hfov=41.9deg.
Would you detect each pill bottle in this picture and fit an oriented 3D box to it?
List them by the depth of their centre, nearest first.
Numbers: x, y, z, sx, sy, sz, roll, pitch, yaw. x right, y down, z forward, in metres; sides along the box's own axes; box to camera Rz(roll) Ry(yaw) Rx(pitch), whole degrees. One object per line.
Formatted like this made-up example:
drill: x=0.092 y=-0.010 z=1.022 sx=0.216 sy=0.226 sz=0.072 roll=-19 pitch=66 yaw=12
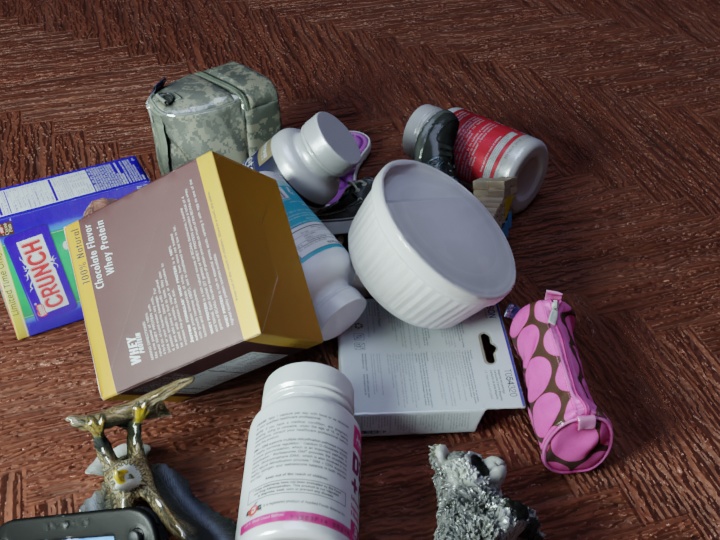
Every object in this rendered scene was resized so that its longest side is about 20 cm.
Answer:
pill bottle: x=-0.056 y=0.194 z=0.905 sx=0.113 sy=0.114 sz=0.201 roll=1 pitch=44 yaw=1
pill bottle: x=-0.081 y=-0.014 z=1.101 sx=0.110 sy=0.111 sz=0.200 roll=-28 pitch=65 yaw=-30
pill bottle: x=-0.098 y=-0.114 z=1.224 sx=0.200 sy=0.111 sz=0.111 roll=-37 pitch=29 yaw=26
pill bottle: x=0.163 y=-0.170 z=1.372 sx=0.199 sy=0.113 sz=0.112 roll=29 pitch=47 yaw=31

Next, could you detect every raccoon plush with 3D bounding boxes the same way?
raccoon plush: x=0.072 y=0.245 z=0.878 sx=0.199 sy=0.097 sz=0.134 roll=-26 pitch=37 yaw=-28

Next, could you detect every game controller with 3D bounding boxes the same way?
game controller: x=-0.241 y=0.261 z=0.807 sx=0.199 sy=0.042 sz=0.105 roll=-13 pitch=73 yaw=29

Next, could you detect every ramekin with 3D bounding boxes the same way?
ramekin: x=0.075 y=-0.024 z=1.087 sx=0.202 sy=0.094 sz=0.203 roll=27 pitch=38 yaw=-23

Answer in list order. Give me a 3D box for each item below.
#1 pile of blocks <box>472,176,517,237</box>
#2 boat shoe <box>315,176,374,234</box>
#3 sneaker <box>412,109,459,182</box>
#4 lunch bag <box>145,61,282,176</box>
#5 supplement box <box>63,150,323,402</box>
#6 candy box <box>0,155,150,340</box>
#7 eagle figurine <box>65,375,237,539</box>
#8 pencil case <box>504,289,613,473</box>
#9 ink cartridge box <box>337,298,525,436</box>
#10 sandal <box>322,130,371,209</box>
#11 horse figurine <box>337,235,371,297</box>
pile of blocks: x=0.152 y=-0.044 z=1.242 sx=0.062 sy=0.082 sz=0.201 roll=6 pitch=52 yaw=31
boat shoe: x=0.002 y=-0.096 z=1.294 sx=0.199 sy=0.064 sz=0.070 roll=-21 pitch=19 yaw=-38
sneaker: x=0.107 y=-0.125 z=1.281 sx=0.081 sy=0.073 sz=0.201 roll=12 pitch=72 yaw=24
lunch bag: x=-0.207 y=-0.176 z=1.312 sx=0.167 sy=0.201 sz=0.139 roll=-30 pitch=47 yaw=-34
supplement box: x=-0.178 y=0.015 z=0.999 sx=0.199 sy=0.133 sz=0.198 roll=-24 pitch=73 yaw=20
candy box: x=-0.348 y=-0.030 z=1.154 sx=0.199 sy=0.170 sz=0.077 roll=-18 pitch=38 yaw=-20
eagle figurine: x=-0.211 y=0.222 z=0.899 sx=0.151 sy=0.151 sz=0.201 roll=-29 pitch=73 yaw=23
pencil case: x=0.217 y=0.118 z=1.026 sx=0.090 sy=0.094 sz=0.201 roll=11 pitch=38 yaw=-15
ink cartridge box: x=0.073 y=0.106 z=1.085 sx=0.199 sy=0.044 sz=0.197 roll=0 pitch=37 yaw=-3
sandal: x=-0.039 y=-0.163 z=1.414 sx=0.082 sy=0.050 sz=0.203 roll=8 pitch=40 yaw=11
horse figurine: x=0.000 y=0.000 z=1.213 sx=0.199 sy=0.050 sz=0.133 roll=3 pitch=33 yaw=0
